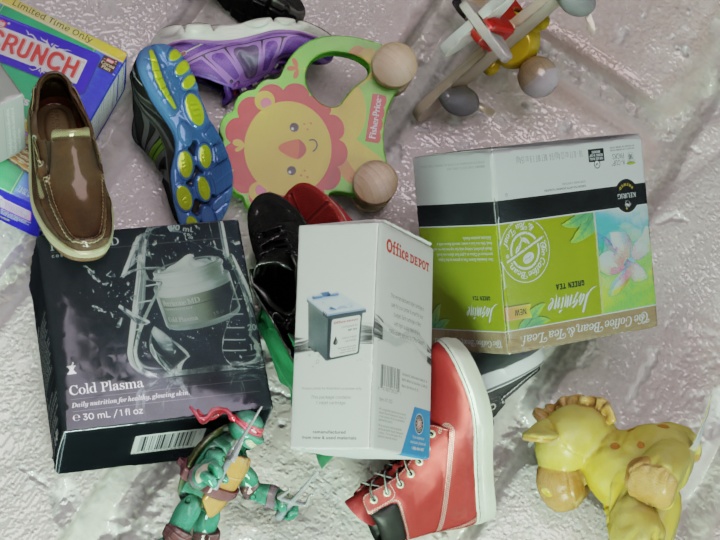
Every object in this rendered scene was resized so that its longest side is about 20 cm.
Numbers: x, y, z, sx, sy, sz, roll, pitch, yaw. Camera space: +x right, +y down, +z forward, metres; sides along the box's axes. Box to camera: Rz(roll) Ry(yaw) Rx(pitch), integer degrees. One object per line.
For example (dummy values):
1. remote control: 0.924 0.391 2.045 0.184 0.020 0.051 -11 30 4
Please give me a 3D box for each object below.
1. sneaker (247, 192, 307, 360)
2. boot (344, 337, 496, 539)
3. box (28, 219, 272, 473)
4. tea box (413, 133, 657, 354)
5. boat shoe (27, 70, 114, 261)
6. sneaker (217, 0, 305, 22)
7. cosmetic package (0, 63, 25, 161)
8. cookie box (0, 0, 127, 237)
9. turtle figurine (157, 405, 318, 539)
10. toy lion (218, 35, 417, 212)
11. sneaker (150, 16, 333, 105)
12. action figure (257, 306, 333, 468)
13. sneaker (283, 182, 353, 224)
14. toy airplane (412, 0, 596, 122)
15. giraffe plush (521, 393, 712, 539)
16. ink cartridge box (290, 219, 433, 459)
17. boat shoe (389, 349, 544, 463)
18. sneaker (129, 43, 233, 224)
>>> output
1. sneaker: -0.073 0.000 1.651 0.060 0.104 0.201 -22 68 7
2. boot: 0.050 0.169 1.643 0.143 0.072 0.202 -14 114 -16
3. box: -0.202 0.071 1.645 0.198 0.124 0.198 -6 66 -17
4. tea box: 0.174 -0.028 1.718 0.199 0.133 0.199 -9 96 -34
5. boat shoe: -0.277 -0.103 1.616 0.074 0.075 0.203 -9 54 -20
6. sneaker: -0.143 -0.330 1.865 0.199 0.075 0.080 28 60 -1
7. cosmetic package: -0.402 -0.196 1.640 0.090 0.107 0.200 -33 76 -22
8. cookie box: -0.351 -0.162 1.736 0.170 0.075 0.201 25 62 -1
9. turtle figurine: -0.122 0.200 1.568 0.149 0.201 0.101 20 15 -47
10. toy lion: -0.049 -0.148 1.794 0.190 0.069 0.202 11 84 -5
11. sneaker: -0.122 -0.219 1.833 0.198 0.081 0.084 -6 85 -10
12. action figure: -0.046 0.080 1.705 0.118 0.055 0.200 -44 63 15
13. sneaker: 0.000 0.000 1.752 0.078 0.115 0.201 -39 71 20
14. toy airplane: 0.160 -0.242 1.836 0.141 0.200 0.199 49 61 -8
15. giraffe plush: 0.239 0.193 1.697 0.161 0.173 0.201 17 72 17
16. ink cartridge box: 0.005 0.066 1.562 0.085 0.146 0.202 -3 79 22
17. boat shoe: 0.104 0.136 1.727 0.199 0.070 0.067 -28 112 -24
18. sneaker: -0.187 -0.130 1.767 0.070 0.083 0.201 -17 87 -28
